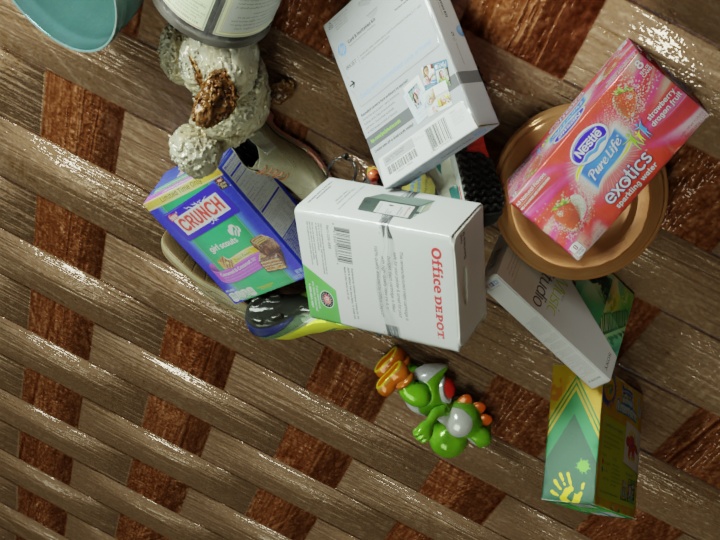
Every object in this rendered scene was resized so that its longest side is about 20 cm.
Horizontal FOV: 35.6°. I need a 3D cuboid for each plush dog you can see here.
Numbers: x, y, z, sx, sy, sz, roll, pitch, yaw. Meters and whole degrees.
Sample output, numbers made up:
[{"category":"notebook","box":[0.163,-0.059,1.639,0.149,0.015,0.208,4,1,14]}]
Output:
[{"category":"plush dog","box":[-0.156,-0.227,1.292,0.157,0.204,0.172,-8,163,-3]}]

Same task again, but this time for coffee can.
[{"category":"coffee can","box":[-0.125,-0.353,1.155,0.145,0.147,0.200,31,139,-5]}]

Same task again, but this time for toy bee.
[{"category":"toy bee","box":[0.048,-0.095,1.337,0.197,0.109,0.133,-14,91,15]}]

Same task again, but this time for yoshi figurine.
[{"category":"yoshi figurine","box":[0.101,0.210,1.651,0.199,0.113,0.112,37,155,-14]}]

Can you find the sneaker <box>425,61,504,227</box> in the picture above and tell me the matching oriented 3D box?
[{"category":"sneaker","box":[0.098,-0.144,1.257,0.093,0.069,0.204,-9,94,56]}]

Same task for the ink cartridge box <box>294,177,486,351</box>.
[{"category":"ink cartridge box","box":[0.037,-0.008,1.245,0.197,0.084,0.148,12,125,28]}]

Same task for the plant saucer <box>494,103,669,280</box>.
[{"category":"plant saucer","box":[0.243,-0.082,1.243,0.196,0.038,0.204,3,110,7]}]

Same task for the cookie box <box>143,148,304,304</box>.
[{"category":"cookie box","box":[-0.170,-0.065,1.531,0.170,0.076,0.201,-19,121,42]}]

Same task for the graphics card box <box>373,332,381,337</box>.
[{"category":"graphics card box","box":[0.000,0.000,1.418,0.125,0.051,0.200,35,159,8]}]

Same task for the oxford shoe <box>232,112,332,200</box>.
[{"category":"oxford shoe","box":[-0.112,-0.137,1.425,0.199,0.074,0.071,41,138,-15]}]

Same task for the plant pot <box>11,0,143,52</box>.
[{"category":"plant pot","box":[-0.302,-0.364,1.240,0.198,0.134,0.202,26,142,22]}]

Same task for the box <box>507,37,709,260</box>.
[{"category":"box","box":[0.250,-0.125,1.156,0.099,0.096,0.201,38,110,-7]}]

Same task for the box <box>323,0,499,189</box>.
[{"category":"box","box":[0.050,-0.212,1.201,0.155,0.041,0.203,-31,78,45]}]

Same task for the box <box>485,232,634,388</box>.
[{"category":"box","box":[0.239,0.023,1.340,0.200,0.145,0.036,42,139,-17]}]

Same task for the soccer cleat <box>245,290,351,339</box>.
[{"category":"soccer cleat","box":[-0.066,0.063,1.600,0.196,0.066,0.084,-4,155,3]}]

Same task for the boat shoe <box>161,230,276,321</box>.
[{"category":"boat shoe","box":[-0.215,0.015,1.643,0.199,0.072,0.064,38,138,-13]}]

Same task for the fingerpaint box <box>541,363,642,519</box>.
[{"category":"fingerpaint box","box":[0.299,0.222,1.435,0.072,0.170,0.199,0,165,28]}]
